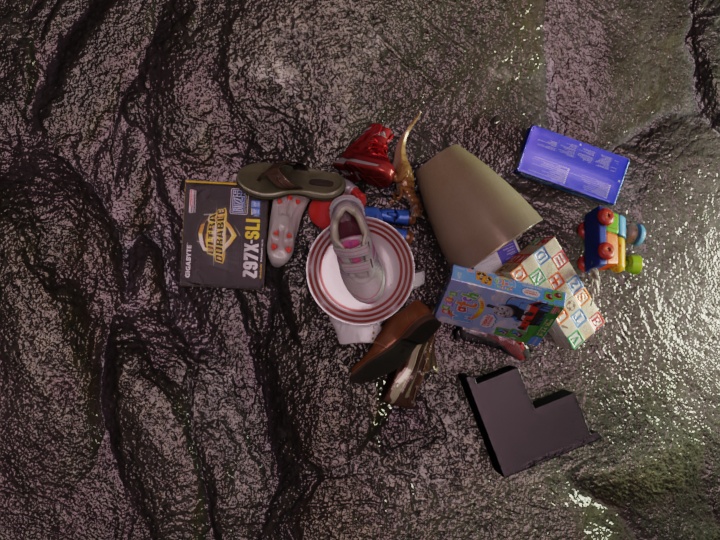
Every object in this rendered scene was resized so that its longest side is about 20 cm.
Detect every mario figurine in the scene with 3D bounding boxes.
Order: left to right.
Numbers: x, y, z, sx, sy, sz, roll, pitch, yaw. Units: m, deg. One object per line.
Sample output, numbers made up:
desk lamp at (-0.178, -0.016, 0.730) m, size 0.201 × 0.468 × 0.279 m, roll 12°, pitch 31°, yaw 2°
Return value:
mario figurine at (-0.002, -0.096, 1.655) m, size 0.200 × 0.124 × 0.106 m, roll 13°, pitch 130°, yaw -10°

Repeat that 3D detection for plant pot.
plant pot at (0.193, -0.121, 1.566) m, size 0.187 × 0.187 × 0.200 m, roll -33°, pitch 85°, yaw -3°

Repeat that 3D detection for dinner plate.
dinner plate at (0.000, 0.000, 1.598) m, size 0.200 × 0.024 × 0.200 m, roll 0°, pitch 96°, yaw 4°

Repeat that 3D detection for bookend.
bookend at (0.315, 0.256, 1.643) m, size 0.199 × 0.092 × 0.200 m, roll -22°, pitch 89°, yaw -4°

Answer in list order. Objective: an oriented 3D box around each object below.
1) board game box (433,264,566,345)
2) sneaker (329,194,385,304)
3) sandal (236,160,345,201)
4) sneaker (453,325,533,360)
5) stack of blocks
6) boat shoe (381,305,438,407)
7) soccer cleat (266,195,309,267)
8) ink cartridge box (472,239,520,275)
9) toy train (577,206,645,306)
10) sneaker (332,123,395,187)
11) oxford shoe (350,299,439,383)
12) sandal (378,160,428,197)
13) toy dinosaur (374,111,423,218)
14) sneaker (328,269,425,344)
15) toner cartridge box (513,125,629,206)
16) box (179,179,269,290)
board game box at (0.242, 0.064, 1.546) m, size 0.200 × 0.151 × 0.037 m, roll 15°, pitch 58°, yaw 0°
sneaker at (-0.013, -0.034, 1.540) m, size 0.081 × 0.088 × 0.200 m, roll -18°, pitch 93°, yaw 6°
sandal at (-0.126, -0.173, 1.593) m, size 0.201 × 0.057 × 0.080 m, roll 3°, pitch 57°, yaw 2°
sneaker at (0.232, 0.113, 1.652) m, size 0.200 × 0.071 × 0.098 m, roll 40°, pitch 87°, yaw 1°
stack of blocks at (0.356, 0.050, 1.634) m, size 0.115 × 0.059 × 0.200 m, roll -38°, pitch 103°, yaw -15°
boat shoe at (0.114, 0.166, 1.648) m, size 0.075 × 0.075 × 0.202 m, roll 25°, pitch 99°, yaw -10°
soccer cleat at (-0.141, -0.102, 1.643) m, size 0.069 × 0.078 × 0.200 m, roll 15°, pitch 69°, yaw -9°
ink cartridge box at (0.246, -0.050, 1.671) m, size 0.099 × 0.039 × 0.200 m, roll -23°, pitch 89°, yaw -3°
toy train at (0.478, -0.014, 1.640) m, size 0.116 × 0.085 × 0.200 m, roll 12°, pitch 67°, yaw -15°
sneaker at (0.025, -0.221, 1.589) m, size 0.078 × 0.200 × 0.116 m, roll 37°, pitch 83°, yaw -29°
oxford shoe at (0.054, 0.132, 1.601) m, size 0.200 × 0.071 × 0.071 m, roll -41°, pitch 52°, yaw 12°
sandal at (0.132, -0.177, 1.671) m, size 0.200 × 0.045 × 0.075 m, roll -4°, pitch 84°, yaw 12°
toy dinosaur at (0.074, -0.189, 1.642) m, size 0.106 × 0.060 × 0.200 m, roll -8°, pitch 81°, yaw -3°
sneaker at (0.040, 0.075, 1.648) m, size 0.200 × 0.074 × 0.116 m, roll -19°, pitch 92°, yaw 6°
toner cartridge box at (0.405, -0.201, 1.678) m, size 0.200 × 0.043 × 0.095 m, roll 20°, pitch 89°, yaw -2°
box at (-0.255, -0.065, 1.645) m, size 0.160 × 0.049 × 0.200 m, roll 3°, pitch 89°, yaw -4°
